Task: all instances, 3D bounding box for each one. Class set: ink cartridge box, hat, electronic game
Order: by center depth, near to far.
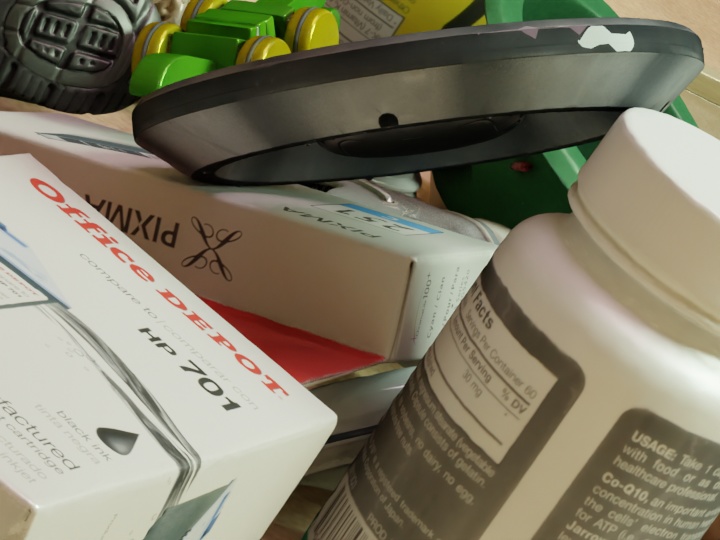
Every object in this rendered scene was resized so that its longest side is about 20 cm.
[{"bbox_3d":[-0.118,0.042,0.878,0.146,0.086,0.200,39,19,15],"label":"ink cartridge box"},{"bbox_3d":[0.020,-0.061,1.026,0.200,0.199,0.042,0,81,-61],"label":"electronic game"},{"bbox_3d":[-0.071,-0.011,1.059,0.199,0.045,0.176,17,10,22],"label":"ink cartridge box"},{"bbox_3d":[0.044,-0.025,1.273,0.165,0.176,0.200,36,31,-36],"label":"hat"}]

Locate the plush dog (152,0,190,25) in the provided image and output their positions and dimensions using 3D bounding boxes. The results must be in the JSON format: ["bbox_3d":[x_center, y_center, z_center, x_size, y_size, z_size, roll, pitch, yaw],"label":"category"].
[{"bbox_3d":[-0.136,-0.182,1.311,0.160,0.201,0.172,0,-3,-10],"label":"plush dog"}]

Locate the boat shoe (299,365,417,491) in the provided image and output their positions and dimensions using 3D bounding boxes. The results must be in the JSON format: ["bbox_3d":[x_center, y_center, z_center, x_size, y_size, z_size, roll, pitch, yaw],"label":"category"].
[{"bbox_3d":[0.043,0.074,1.108,0.199,0.073,0.067,0,74,-43],"label":"boat shoe"}]

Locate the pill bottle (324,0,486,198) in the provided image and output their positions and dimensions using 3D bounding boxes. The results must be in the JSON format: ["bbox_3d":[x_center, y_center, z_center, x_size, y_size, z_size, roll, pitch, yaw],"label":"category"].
[{"bbox_3d":[0.025,-0.120,1.373,0.114,0.200,0.114,30,18,-10],"label":"pill bottle"}]

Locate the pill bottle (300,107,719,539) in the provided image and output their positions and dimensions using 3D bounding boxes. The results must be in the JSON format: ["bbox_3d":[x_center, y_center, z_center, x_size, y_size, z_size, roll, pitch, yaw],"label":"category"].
[{"bbox_3d":[0.072,0.053,0.996,0.113,0.200,0.113,31,19,-12],"label":"pill bottle"}]

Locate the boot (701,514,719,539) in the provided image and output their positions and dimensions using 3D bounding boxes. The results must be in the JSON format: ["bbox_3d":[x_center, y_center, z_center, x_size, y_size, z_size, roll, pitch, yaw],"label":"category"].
[{"bbox_3d":[0.146,0.105,1.086,0.200,0.064,0.186,56,-1,-30],"label":"boot"}]

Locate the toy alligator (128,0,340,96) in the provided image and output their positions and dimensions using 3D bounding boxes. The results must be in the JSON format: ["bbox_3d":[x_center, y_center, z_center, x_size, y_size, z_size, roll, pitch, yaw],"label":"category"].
[{"bbox_3d":[-0.038,-0.085,1.209,0.059,0.054,0.200,9,24,24],"label":"toy alligator"}]

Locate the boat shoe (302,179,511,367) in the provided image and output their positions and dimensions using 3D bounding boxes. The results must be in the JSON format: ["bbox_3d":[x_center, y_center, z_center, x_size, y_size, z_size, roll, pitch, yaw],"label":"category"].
[{"bbox_3d":[0.000,-0.001,1.206,0.071,0.070,0.201,12,8,-30],"label":"boat shoe"}]

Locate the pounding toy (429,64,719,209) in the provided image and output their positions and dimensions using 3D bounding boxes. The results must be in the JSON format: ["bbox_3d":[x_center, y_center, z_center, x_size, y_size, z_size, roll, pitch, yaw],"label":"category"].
[{"bbox_3d":[0.128,-0.031,1.483,0.184,0.142,0.200,25,25,-10],"label":"pounding toy"}]

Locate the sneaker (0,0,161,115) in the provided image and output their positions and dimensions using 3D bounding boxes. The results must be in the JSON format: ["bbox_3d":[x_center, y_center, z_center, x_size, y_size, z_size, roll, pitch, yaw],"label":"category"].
[{"bbox_3d":[-0.182,-0.106,1.196,0.199,0.076,0.091,20,-6,-15],"label":"sneaker"}]
